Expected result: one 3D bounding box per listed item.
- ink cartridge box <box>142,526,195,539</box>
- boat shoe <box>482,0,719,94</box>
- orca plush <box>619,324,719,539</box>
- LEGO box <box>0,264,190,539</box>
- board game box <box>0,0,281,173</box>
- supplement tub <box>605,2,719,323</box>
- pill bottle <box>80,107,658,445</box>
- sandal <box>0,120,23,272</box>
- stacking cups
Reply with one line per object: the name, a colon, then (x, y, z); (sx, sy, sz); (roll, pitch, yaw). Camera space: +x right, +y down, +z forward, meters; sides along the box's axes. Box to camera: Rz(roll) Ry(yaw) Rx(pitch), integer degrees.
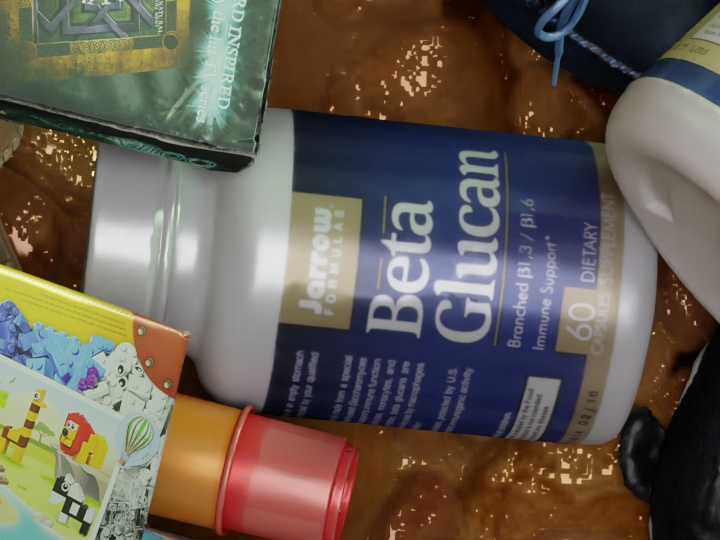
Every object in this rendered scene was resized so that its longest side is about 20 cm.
ink cartridge box: (-0.023, 0.176, 0.984); (0.200, 0.125, 0.129); (20, 90, -45)
boat shoe: (0.064, -0.124, 1.047); (0.200, 0.069, 0.084); (31, 88, -6)
orca plush: (0.168, 0.058, 1.061); (0.105, 0.071, 0.200); (34, 87, -6)
LEGO box: (-0.168, 0.062, 0.873); (0.200, 0.077, 0.150); (20, 76, -34)
board game box: (-0.085, -0.145, 0.959); (0.135, 0.028, 0.201); (14, 76, -21)
supplement tub: (0.196, -0.062, 0.937); (0.200, 0.144, 0.144); (-42, 95, -8)
pill bottle: (0.000, 0.000, 1.021); (0.199, 0.111, 0.112); (5, 91, -6)
sandal: (-0.156, -0.052, 1.025); (0.077, 0.070, 0.212); (-5, 118, 13)
stacking cups: (-0.100, 0.056, 0.996); (0.199, 0.061, 0.061); (13, 90, 3)
